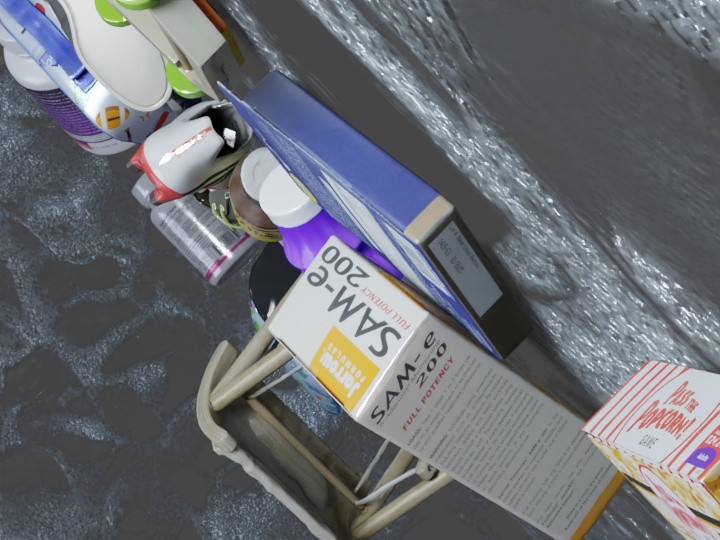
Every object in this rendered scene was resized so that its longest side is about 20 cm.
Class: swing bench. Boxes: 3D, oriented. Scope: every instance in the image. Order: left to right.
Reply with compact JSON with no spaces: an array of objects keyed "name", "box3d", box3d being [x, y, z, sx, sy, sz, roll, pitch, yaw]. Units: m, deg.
[{"name":"swing bench","box3d":[-0.007,0.112,1.220,0.199,0.200,0.130,48,175,-28]}]

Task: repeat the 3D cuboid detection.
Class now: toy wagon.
[{"name":"toy wagon","box3d":[-0.150,-0.182,0.880,0.200,0.040,0.155,45,175,13]}]

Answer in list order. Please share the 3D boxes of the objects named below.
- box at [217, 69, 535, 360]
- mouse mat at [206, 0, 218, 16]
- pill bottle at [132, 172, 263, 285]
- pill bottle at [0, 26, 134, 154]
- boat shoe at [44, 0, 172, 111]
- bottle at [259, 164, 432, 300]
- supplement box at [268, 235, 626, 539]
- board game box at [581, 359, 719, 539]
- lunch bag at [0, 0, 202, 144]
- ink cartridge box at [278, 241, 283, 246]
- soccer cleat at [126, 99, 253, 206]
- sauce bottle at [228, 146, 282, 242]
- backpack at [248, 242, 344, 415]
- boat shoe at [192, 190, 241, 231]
[{"name":"box","box3d":[0.005,-0.040,0.825,0.200,0.032,0.121,40,173,41]},{"name":"mouse mat","box3d":[-0.152,-0.208,0.943,0.161,0.008,0.200,46,176,-8]},{"name":"pill bottle","box3d":[-0.257,-0.083,2.340,0.200,0.113,0.113,46,176,4]},{"name":"pill bottle","box3d":[-0.290,-0.212,1.510,0.111,0.111,0.200,43,175,32]},{"name":"boat shoe","box3d":[-0.204,-0.207,1.113,0.200,0.067,0.057,51,-169,-6]},{"name":"bottle","box3d":[0.000,0.000,1.021,0.083,0.065,0.200,40,173,46]},{"name":"supplement box","box3d":[0.057,0.073,0.891,0.200,0.074,0.126,34,-177,-35]},{"name":"board game box","box3d":[0.184,0.125,0.564,0.200,0.046,0.151,46,176,-6]},{"name":"lunch bag","box3d":[-0.221,-0.183,1.215,0.200,0.076,0.160,44,-173,12]},{"name":"ink cartridge box","box3d":[-0.044,-0.019,1.371,0.160,0.047,0.200,46,173,-9]},{"name":"soccer cleat","box3d":[-0.114,-0.102,1.176,0.069,0.085,0.200,57,-162,-2]},{"name":"sauce bottle","box3d":[-0.069,-0.061,1.128,0.065,0.065,0.200,45,175,3]},{"name":"backpack","box3d":[-0.033,0.072,1.627,0.163,0.154,0.200,36,-175,24]},{"name":"boat shoe","box3d":[-0.129,-0.073,1.587,0.072,0.060,0.202,48,175,-27]}]
